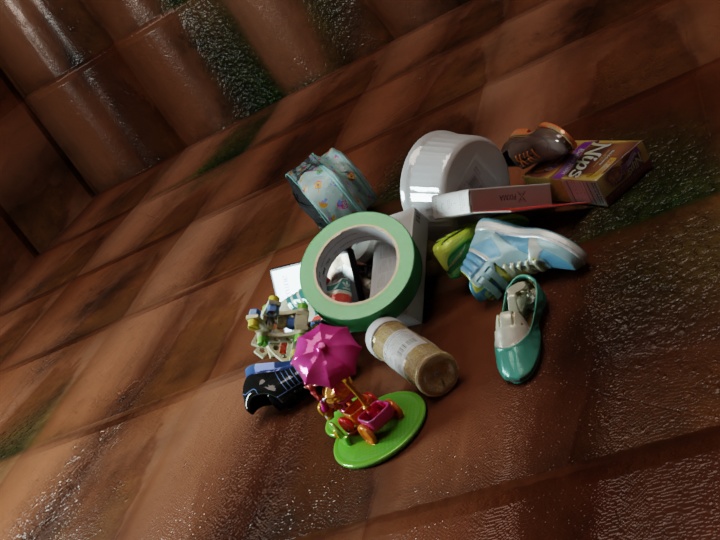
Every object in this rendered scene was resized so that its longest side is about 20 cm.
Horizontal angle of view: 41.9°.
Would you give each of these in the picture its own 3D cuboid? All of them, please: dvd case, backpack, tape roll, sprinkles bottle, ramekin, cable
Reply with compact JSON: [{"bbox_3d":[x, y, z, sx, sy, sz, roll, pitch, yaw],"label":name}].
[{"bbox_3d":[-0.074,0.048,1.672,0.200,0.143,0.018,-13,0,40],"label":"dvd case"},{"bbox_3d":[-0.055,-0.160,2.026,0.153,0.176,0.200,-35,26,6],"label":"backpack"},{"bbox_3d":[0.000,0.000,1.539,0.200,0.048,0.201,-10,60,17],"label":"tape roll"},{"bbox_3d":[0.073,0.125,1.397,0.068,0.068,0.200,-37,22,-10],"label":"sprinkles bottle"},{"bbox_3d":[0.174,-0.148,1.668,0.098,0.201,0.200,9,46,50],"label":"ramekin"},{"bbox_3d":[-0.022,0.012,1.754,0.200,0.097,0.050,2,82,64],"label":"cable"}]

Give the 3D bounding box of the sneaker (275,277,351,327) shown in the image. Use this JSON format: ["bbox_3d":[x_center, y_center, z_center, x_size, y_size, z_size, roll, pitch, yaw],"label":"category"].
[{"bbox_3d":[-0.085,0.055,1.639,0.200,0.070,0.093,-5,68,48],"label":"sneaker"}]

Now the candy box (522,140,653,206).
[{"bbox_3d":[0.385,-0.170,1.609,0.117,0.056,0.200,-40,24,-17],"label":"candy box"}]

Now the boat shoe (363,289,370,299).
[{"bbox_3d":[-0.045,0.047,1.713,0.200,0.076,0.072,7,17,43],"label":"boat shoe"}]

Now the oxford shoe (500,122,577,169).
[{"bbox_3d":[0.308,-0.208,1.645,0.073,0.071,0.200,-48,14,-11],"label":"oxford shoe"}]

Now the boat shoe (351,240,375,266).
[{"bbox_3d":[0.025,-0.042,1.753,0.200,0.064,0.071,-149,84,-85],"label":"boat shoe"}]

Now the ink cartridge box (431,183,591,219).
[{"bbox_3d":[0.248,-0.117,1.550,0.200,0.045,0.176,-8,2,-38],"label":"ink cartridge box"}]

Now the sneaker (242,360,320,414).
[{"bbox_3d":[-0.099,0.184,1.525,0.200,0.070,0.078,-15,55,20],"label":"sneaker"}]

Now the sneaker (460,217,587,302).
[{"bbox_3d":[0.241,0.001,1.440,0.200,0.080,0.131,16,71,44],"label":"sneaker"}]

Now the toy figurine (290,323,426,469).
[{"bbox_3d":[-0.030,0.154,1.321,0.150,0.184,0.200,-41,23,-20],"label":"toy figurine"}]

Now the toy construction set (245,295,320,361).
[{"bbox_3d":[-0.128,0.115,1.565,0.200,0.131,0.092,112,163,-68],"label":"toy construction set"}]

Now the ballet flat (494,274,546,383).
[{"bbox_3d":[0.216,0.072,1.310,0.067,0.070,0.200,-20,26,29],"label":"ballet flat"}]

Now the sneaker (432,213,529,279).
[{"bbox_3d":[0.203,-0.041,1.566,0.200,0.084,0.074,-24,10,-32],"label":"sneaker"}]

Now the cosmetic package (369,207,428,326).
[{"bbox_3d":[0.065,-0.001,1.584,0.082,0.051,0.200,-14,57,33],"label":"cosmetic package"}]
